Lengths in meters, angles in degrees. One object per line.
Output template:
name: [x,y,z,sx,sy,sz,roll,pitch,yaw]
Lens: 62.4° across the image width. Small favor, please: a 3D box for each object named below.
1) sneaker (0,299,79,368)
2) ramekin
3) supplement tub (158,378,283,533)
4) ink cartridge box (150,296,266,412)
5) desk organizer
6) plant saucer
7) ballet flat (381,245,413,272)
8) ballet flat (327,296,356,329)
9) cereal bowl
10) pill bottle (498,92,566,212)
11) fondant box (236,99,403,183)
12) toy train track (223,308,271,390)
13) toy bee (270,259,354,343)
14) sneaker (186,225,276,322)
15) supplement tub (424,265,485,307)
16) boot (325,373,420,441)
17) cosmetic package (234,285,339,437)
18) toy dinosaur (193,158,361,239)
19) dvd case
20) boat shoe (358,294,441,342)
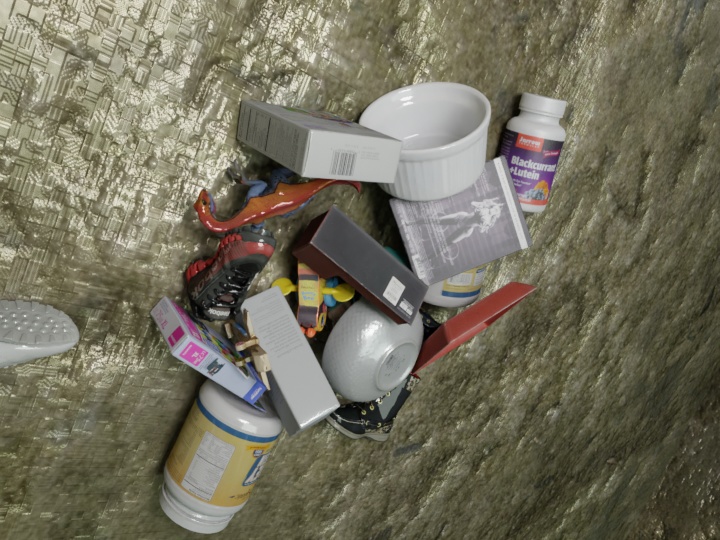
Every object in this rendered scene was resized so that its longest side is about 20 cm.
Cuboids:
sneaker: [-0.452,0.090,0.723,0.197,0.077,0.082,2,122,-33]
ramekin: [0.100,-0.196,0.908,0.199,0.200,0.099,-31,135,-20]
supplement tub: [-0.220,0.287,0.936,0.143,0.144,0.203,21,99,-41]
ink cartridge box: [-0.213,0.126,0.878,0.042,0.119,0.200,-45,131,-5]
desk organizer: [0.000,0.000,0.891,0.199,0.077,0.072,40,63,-19]
plant saucer: [0.186,0.096,1.037,0.197,0.037,0.200,-28,166,-24]
ballet flat: [0.021,-0.016,0.978,0.198,0.067,0.067,32,118,-7]
ballet flat: [-0.008,0.129,1.082,0.066,0.068,0.202,-26,122,0]
cereal bowl: [0.035,0.137,0.988,0.198,0.083,0.203,-27,135,-31]
pill bottle: [0.317,-0.221,1.110,0.110,0.111,0.204,-4,114,-35]
fondant box: [-0.059,-0.174,0.791,0.142,0.199,0.059,-2,115,-36]
toy train track: [-0.172,0.106,0.847,0.032,0.199,0.117,-18,106,-21]
toy bee: [-0.069,0.051,0.944,0.129,0.109,0.203,-16,111,20]
sneaker: [-0.175,0.012,0.798,0.070,0.199,0.100,17,58,-36]
supplement tub: [0.158,-0.054,1.041,0.143,0.144,0.204,-5,116,-34]
boot: [0.024,0.245,1.146,0.203,0.073,0.155,29,96,-49]
cosmetic package: [-0.115,0.138,0.895,0.070,0.202,0.102,-24,167,-23]
toy dinosaur: [-0.131,-0.106,0.814,0.182,0.197,0.107,-47,123,-50]
dvd case: [0.159,-0.076,0.939,0.197,0.016,0.151,-20,95,-2]
boat shoe: [0.087,0.090,1.105,0.198,0.091,0.072,23,98,-41]
